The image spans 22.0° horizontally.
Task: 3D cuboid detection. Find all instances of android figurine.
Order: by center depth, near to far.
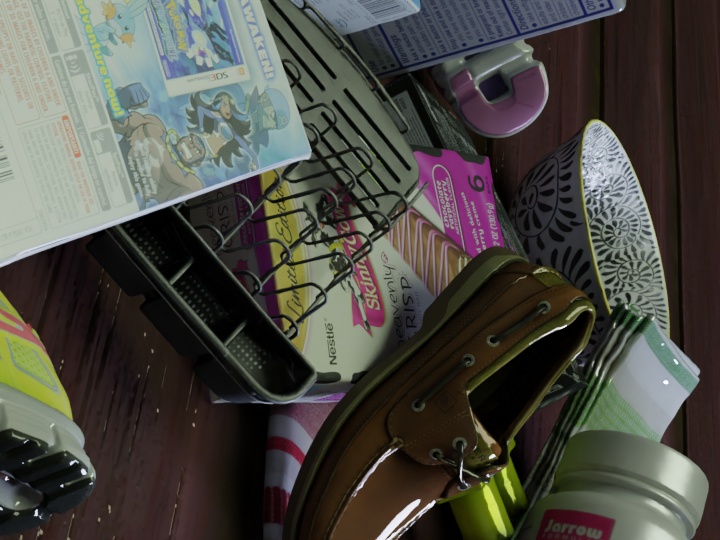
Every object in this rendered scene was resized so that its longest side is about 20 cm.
[{"bbox_3d":[0.047,0.068,1.133,0.200,0.041,0.182,67,16,-3],"label":"android figurine"}]

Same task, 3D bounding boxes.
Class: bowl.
[{"bbox_3d":[0.158,-0.007,1.398,0.201,0.094,0.201,-13,90,-68],"label":"bowl"}]

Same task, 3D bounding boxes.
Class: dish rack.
[{"bbox_3d":[-0.045,-0.046,0.873,0.153,0.055,0.200,51,52,-14],"label":"dish rack"}]

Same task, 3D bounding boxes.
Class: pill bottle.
[{"bbox_3d":[0.142,0.207,1.140,0.113,0.113,0.200,52,51,-45],"label":"pill bottle"}]

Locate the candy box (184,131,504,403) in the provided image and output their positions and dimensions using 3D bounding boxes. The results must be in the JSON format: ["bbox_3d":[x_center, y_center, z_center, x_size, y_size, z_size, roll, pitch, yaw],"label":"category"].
[{"bbox_3d":[0.000,0.000,0.990,0.200,0.061,0.136,3,73,-49],"label":"candy box"}]

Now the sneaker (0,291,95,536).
[{"bbox_3d":[-0.170,0.018,0.642,0.200,0.078,0.090,50,19,-50],"label":"sneaker"}]

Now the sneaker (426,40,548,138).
[{"bbox_3d":[0.058,-0.183,1.294,0.200,0.080,0.088,63,-1,-3],"label":"sneaker"}]

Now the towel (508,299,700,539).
[{"bbox_3d":[0.173,0.134,1.303,0.200,0.031,0.149,-62,145,-8],"label":"towel"}]

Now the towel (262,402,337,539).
[{"bbox_3d":[-0.012,0.162,0.989,0.144,0.023,0.200,47,37,-49],"label":"towel"}]

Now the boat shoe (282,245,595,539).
[{"bbox_3d":[0.040,0.077,0.926,0.200,0.068,0.072,-54,141,-9],"label":"boat shoe"}]

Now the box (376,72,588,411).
[{"bbox_3d":[0.072,-0.013,1.168,0.200,0.044,0.160,66,10,13],"label":"box"}]

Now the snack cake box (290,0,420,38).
[{"bbox_3d":[-0.062,-0.182,0.943,0.200,0.115,0.067,33,47,-60],"label":"snack cake box"}]

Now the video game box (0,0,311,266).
[{"bbox_3d":[-0.124,-0.115,0.754,0.182,0.047,0.200,-22,95,-42],"label":"video game box"}]

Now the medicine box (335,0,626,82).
[{"bbox_3d":[0.034,-0.223,1.083,0.103,0.200,0.182,-80,148,-44],"label":"medicine box"}]
